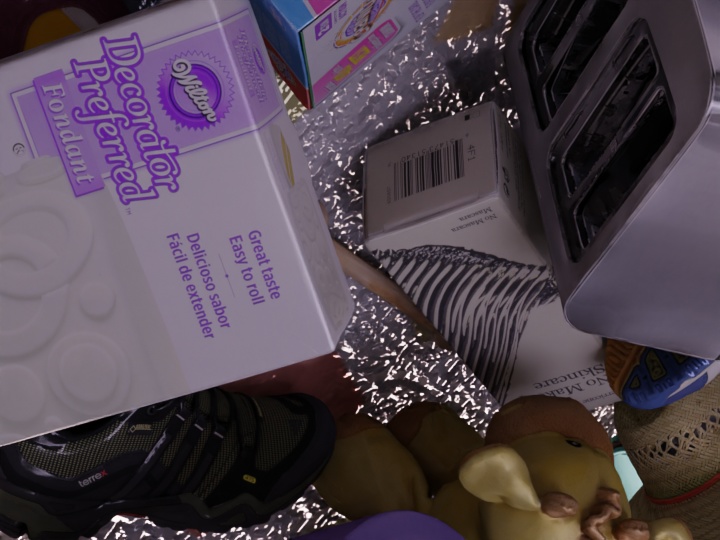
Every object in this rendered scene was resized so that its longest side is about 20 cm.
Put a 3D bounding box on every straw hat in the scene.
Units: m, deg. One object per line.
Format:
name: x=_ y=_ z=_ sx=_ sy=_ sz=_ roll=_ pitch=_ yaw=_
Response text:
straw hat: x=0.195 y=0.091 z=0.853 sx=0.201 sy=0.201 sz=0.085 roll=-35 pitch=93 yaw=-7

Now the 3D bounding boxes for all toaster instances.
toaster: x=0.161 y=-0.082 z=0.695 sx=0.118 sy=0.182 sz=0.200 roll=7 pitch=142 yaw=-20

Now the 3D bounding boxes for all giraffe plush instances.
giraffe plush: x=0.078 y=0.134 z=0.783 sx=0.172 sy=0.201 sz=0.162 roll=-3 pitch=147 yaw=-32

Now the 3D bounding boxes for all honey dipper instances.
honey dipper: x=0.000 y=0.000 z=0.795 sx=0.038 sy=0.038 sz=0.200 roll=-49 pitch=138 yaw=7

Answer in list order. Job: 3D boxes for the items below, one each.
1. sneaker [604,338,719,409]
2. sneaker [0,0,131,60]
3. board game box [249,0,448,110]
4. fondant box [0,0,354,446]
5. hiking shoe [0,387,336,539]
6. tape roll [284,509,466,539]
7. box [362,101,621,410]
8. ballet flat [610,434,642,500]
sneaker: x=0.218 y=0.004 z=0.795 sx=0.200 sy=0.075 sz=0.088 roll=-50 pitch=135 yaw=4
sneaker: x=-0.112 y=-0.042 z=0.650 sx=0.075 sy=0.090 sz=0.201 roll=-24 pitch=131 yaw=-17
board game box: x=0.040 y=-0.160 z=0.638 sx=0.200 sy=0.040 sz=0.153 roll=-39 pitch=176 yaw=-4
fondant box: x=-0.119 y=-0.016 z=0.592 sx=0.199 sy=0.058 sz=0.145 roll=-17 pitch=103 yaw=12
hiking shoe: x=-0.097 y=0.080 z=0.755 sx=0.199 sy=0.076 sz=0.101 roll=-6 pitch=127 yaw=-28
tape roll: x=0.005 y=0.217 z=0.667 sx=0.085 sy=0.201 sz=0.200 roll=-20 pitch=144 yaw=32
box: x=0.080 y=0.003 z=0.805 sx=0.082 sy=0.069 sz=0.200 roll=-19 pitch=137 yaw=23
ballet flat: x=0.208 y=0.168 z=1.034 sx=0.070 sy=0.067 sz=0.201 roll=-44 pitch=139 yaw=-33
